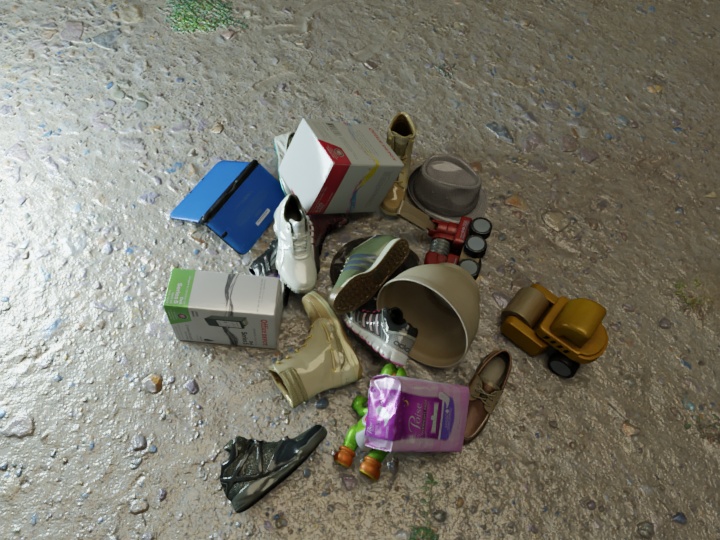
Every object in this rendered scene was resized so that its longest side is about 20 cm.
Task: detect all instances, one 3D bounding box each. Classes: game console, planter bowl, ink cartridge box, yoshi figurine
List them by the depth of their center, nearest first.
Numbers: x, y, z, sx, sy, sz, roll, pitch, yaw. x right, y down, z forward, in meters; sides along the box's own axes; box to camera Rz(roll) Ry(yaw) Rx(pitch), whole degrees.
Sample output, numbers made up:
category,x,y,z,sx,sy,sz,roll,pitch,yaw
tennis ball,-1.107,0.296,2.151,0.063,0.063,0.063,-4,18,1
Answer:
category,x,y,z,sx,sy,sz,roll,pitch,yaw
yoshi figurine,0.031,0.269,1.074,0.112,0.112,0.200,36,69,-29
ink cartridge box,-0.251,0.074,1.115,0.199,0.146,0.084,6,58,-3
planter bowl,0.149,0.067,1.147,0.200,0.200,0.135,36,50,15
ink cartridge box,-0.041,-0.220,1.272,0.200,0.145,0.145,-6,52,-40
game console,-0.287,-0.145,1.320,0.171,0.118,0.200,43,59,-17

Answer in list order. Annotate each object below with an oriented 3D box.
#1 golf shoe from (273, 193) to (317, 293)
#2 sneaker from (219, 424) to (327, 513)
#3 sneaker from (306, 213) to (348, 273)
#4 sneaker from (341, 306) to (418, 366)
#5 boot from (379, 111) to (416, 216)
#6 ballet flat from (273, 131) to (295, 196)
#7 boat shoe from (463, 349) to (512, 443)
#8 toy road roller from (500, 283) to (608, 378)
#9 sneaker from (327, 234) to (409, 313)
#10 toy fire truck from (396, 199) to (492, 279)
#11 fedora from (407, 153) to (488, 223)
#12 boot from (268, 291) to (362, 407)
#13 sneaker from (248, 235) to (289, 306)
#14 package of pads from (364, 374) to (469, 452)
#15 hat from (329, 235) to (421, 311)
category,x,y,z,sx,sy,sz,roll,pitch,yaw
golf shoe,-0.129,-0.055,1.154,0.078,0.097,0.200,-10,69,-18
sneaker,-0.157,0.309,1.023,0.199,0.076,0.114,-34,74,-18
sneaker,-0.076,-0.083,1.278,0.115,0.076,0.200,-1,65,-21
sneaker,0.040,0.101,1.119,0.088,0.074,0.200,-53,39,-2
boot,0.083,-0.240,1.340,0.073,0.156,0.200,9,58,-2
ballet flat,-0.156,-0.249,1.359,0.069,0.070,0.200,-7,54,-11
boat shoe,0.229,0.229,1.118,0.076,0.072,0.200,26,63,10
toy road roller,0.393,0.101,1.174,0.200,0.146,0.123,36,61,15
sneaker,0.000,0.000,1.159,0.200,0.067,0.090,-43,38,-17
toy fire truck,0.165,-0.055,1.262,0.199,0.129,0.176,16,58,12
fedora,0.210,-0.201,1.369,0.200,0.090,0.177,29,60,11
boot,-0.107,0.146,1.124,0.155,0.073,0.200,-22,68,-19
sneaker,-0.186,-0.023,1.228,0.087,0.076,0.200,4,58,3
package of pads,0.103,0.249,1.020,0.200,0.076,0.121,16,76,-41
hat,0.038,-0.014,1.241,0.200,0.081,0.201,3,57,-5
